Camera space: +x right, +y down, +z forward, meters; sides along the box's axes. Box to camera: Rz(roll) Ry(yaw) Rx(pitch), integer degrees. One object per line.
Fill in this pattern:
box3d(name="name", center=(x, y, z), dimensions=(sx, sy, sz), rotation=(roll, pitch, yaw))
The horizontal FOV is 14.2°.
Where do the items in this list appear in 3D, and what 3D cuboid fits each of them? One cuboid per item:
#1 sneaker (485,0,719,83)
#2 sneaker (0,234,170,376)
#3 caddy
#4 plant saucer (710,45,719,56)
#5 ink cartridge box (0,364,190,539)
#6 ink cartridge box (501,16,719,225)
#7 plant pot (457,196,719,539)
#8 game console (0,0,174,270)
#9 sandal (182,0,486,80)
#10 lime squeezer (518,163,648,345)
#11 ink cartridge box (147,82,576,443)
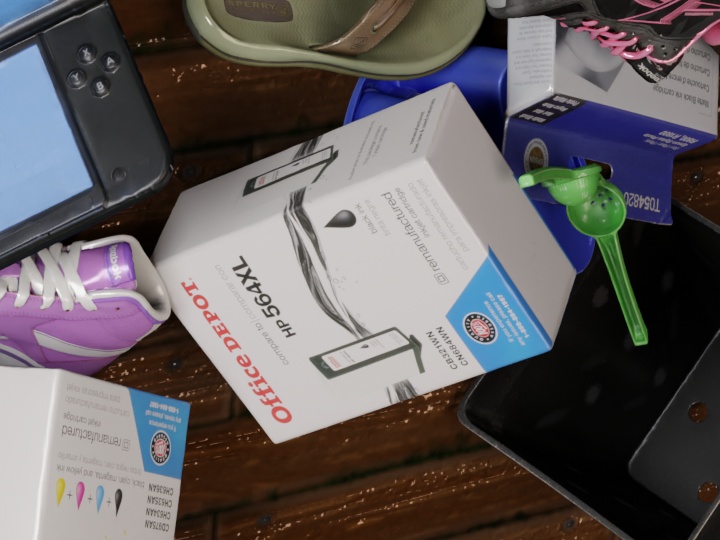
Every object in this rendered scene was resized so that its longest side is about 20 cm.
box3d(name="sneaker", center=(0.156, -0.153, 1.671), dimensions=(0.199, 0.079, 0.096), rotation=(-12, 104, -33))
box3d(name="sneaker", center=(-0.188, 0.001, 1.598), dimensions=(0.114, 0.073, 0.200), rotation=(-27, 152, 31))
box3d(name="caddy", center=(0.059, -0.049, 1.772), dimensions=(0.141, 0.104, 0.201), rotation=(-49, 131, -36))
box3d(name="plant saucer", center=(0.244, -0.216, 1.827), dimensions=(0.200, 0.032, 0.202), rotation=(1, 89, -55))
box3d(name="ink cartridge box", center=(-0.198, 0.158, 1.585), dimensions=(0.147, 0.144, 0.202), rotation=(21, 73, -62))
box3d(name="ink cartridge box", center=(0.156, -0.136, 1.765), dimensions=(0.199, 0.040, 0.202), rotation=(7, 84, -53))
box3d(name="plant pot", center=(0.221, 0.089, 1.918), dimensions=(0.200, 0.200, 0.177), rotation=(-55, 145, -1))
box3d(name="game console", center=(-0.222, -0.090, 1.481), dimensions=(0.199, 0.172, 0.118), rotation=(-26, 164, 7))
box3d(name="sandal", center=(-0.006, -0.155, 1.675), dimensions=(0.200, 0.080, 0.057), rotation=(-6, 154, -34))
box3d(name="lime squeezer", center=(0.128, -0.032, 1.707), dimensions=(0.200, 0.037, 0.071), rotation=(50, 50, -53))
box3d(name="ink cartridge box", center=(0.000, 0.000, 1.669), dimensions=(0.146, 0.199, 0.085), rotation=(54, 32, -24))
